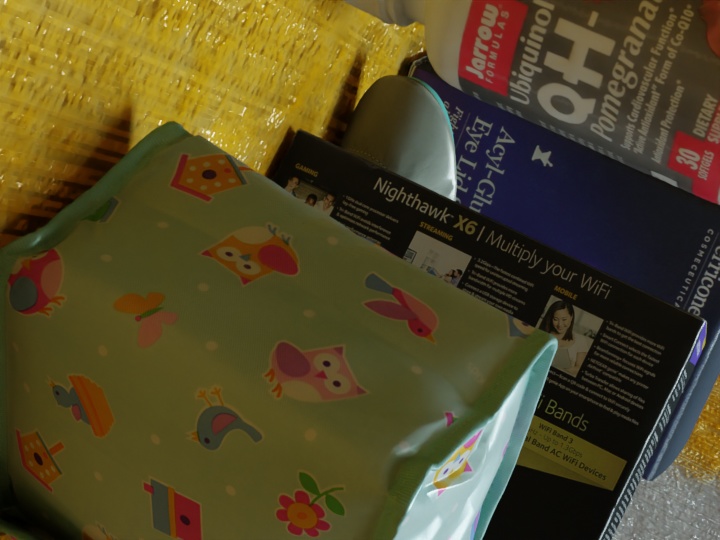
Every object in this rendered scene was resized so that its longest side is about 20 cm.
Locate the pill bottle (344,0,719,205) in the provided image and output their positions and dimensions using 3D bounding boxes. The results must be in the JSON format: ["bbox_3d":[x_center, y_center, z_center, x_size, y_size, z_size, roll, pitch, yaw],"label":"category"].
[{"bbox_3d":[0.095,-0.111,0.812,0.111,0.199,0.111,-57,164,-27],"label":"pill bottle"}]

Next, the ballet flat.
[{"bbox_3d":[0.000,0.000,0.943,0.064,0.067,0.201,-36,150,-41],"label":"ballet flat"}]

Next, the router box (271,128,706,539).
[{"bbox_3d":[0.026,0.053,0.845,0.158,0.199,0.052,-62,166,-7],"label":"router box"}]

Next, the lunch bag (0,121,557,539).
[{"bbox_3d":[-0.044,0.078,0.695,0.122,0.170,0.201,-42,157,-43],"label":"lunch bag"}]

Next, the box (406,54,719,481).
[{"bbox_3d":[0.104,-0.010,1.018,0.104,0.199,0.149,-31,144,-64],"label":"box"}]
